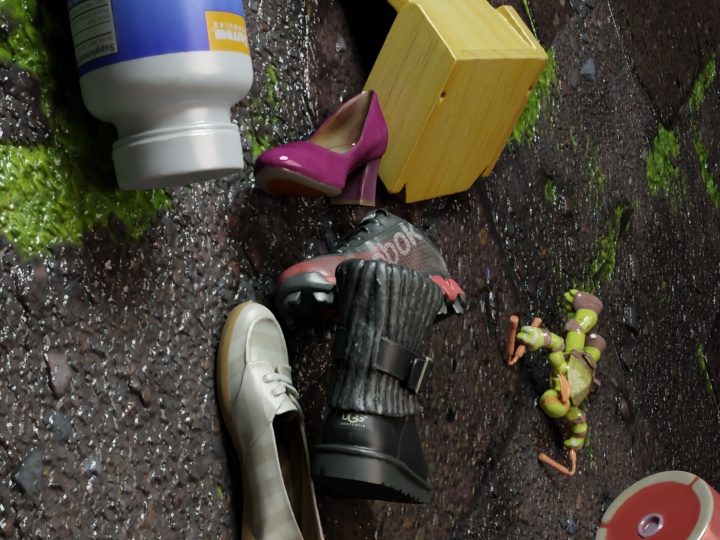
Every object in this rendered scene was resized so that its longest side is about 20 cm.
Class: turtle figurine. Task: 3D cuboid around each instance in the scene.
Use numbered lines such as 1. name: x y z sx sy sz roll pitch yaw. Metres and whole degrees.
1. turtle figurine: 0.211 0.093 1.452 0.202 0.064 0.162 64 35 -27

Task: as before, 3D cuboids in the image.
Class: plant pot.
1. plant pot: 0.352 0.326 1.530 0.178 0.199 0.202 51 41 -24

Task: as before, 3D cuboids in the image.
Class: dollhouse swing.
1. dollhouse swing: 0.041 -0.189 1.273 0.199 0.175 0.183 -17 138 -59

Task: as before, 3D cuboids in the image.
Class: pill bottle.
1. pill bottle: -0.127 -0.157 0.904 0.112 0.111 0.203 -8 88 -59

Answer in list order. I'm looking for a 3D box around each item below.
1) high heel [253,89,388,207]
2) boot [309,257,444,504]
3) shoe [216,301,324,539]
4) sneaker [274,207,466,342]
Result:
1. high heel: -0.031 -0.103 1.094 0.200 0.066 0.098 6 86 -74
2. boot: 0.019 0.087 1.051 0.211 0.078 0.160 70 26 -74
3. shoe: -0.057 0.121 1.005 0.070 0.053 0.203 1 82 -59
4. sneaker: 0.000 0.000 1.122 0.199 0.070 0.099 0 65 -49
